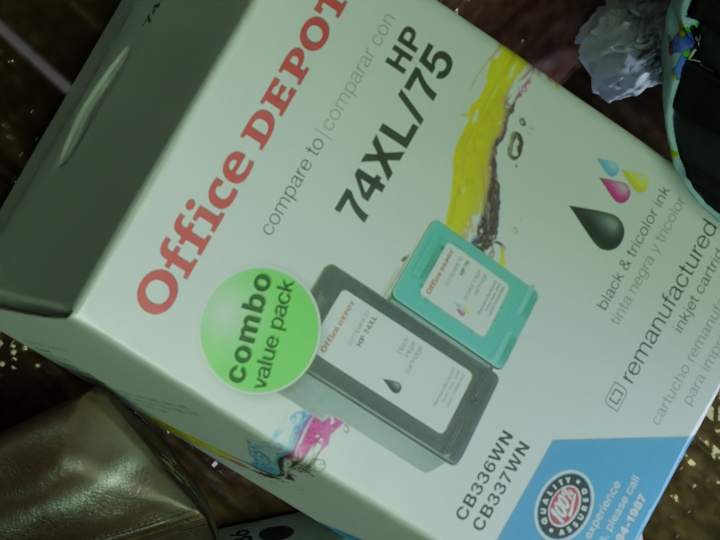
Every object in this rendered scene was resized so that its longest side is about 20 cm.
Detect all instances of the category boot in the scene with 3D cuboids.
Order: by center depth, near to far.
[{"bbox_3d":[-0.156,0.068,0.979,0.200,0.064,0.186,-19,127,19],"label":"boot"}]

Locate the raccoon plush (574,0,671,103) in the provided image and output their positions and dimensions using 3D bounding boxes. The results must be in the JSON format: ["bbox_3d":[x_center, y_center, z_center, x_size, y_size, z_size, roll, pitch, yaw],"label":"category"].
[{"bbox_3d":[0.185,-0.091,1.002,0.200,0.134,0.097,-39,113,1],"label":"raccoon plush"}]

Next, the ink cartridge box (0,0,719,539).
[{"bbox_3d":[0.000,0.000,0.967,0.200,0.146,0.147,32,81,-20],"label":"ink cartridge box"}]

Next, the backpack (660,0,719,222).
[{"bbox_3d":[0.190,-0.054,0.918,0.200,0.154,0.163,11,123,-6],"label":"backpack"}]

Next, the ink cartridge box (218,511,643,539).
[{"bbox_3d":[0.007,0.133,1.087,0.200,0.039,0.100,-10,111,-11],"label":"ink cartridge box"}]
